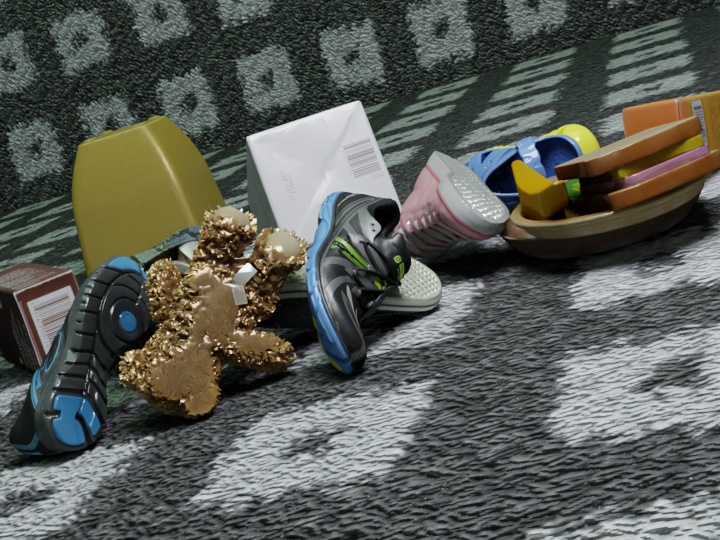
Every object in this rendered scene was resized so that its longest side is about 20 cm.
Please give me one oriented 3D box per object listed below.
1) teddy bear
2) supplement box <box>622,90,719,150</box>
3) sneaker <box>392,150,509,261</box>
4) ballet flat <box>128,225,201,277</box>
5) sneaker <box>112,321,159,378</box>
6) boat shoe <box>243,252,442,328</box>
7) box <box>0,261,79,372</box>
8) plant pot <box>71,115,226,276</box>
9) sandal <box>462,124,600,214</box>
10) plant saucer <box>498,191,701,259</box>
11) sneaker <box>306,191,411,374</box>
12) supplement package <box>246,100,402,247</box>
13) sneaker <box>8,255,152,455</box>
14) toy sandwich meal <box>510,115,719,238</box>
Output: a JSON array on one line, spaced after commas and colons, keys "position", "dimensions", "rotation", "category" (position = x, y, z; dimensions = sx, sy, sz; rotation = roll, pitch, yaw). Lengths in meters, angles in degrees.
[{"position": [-0.122, 0.036, 1.008], "dimensions": [0.143, 0.202, 0.067], "rotation": [12, -23, -7], "category": "teddy bear"}, {"position": [0.350, -0.151, 1.241], "dimensions": [0.066, 0.070, 0.199], "rotation": [-6, 5, 40], "category": "supplement box"}, {"position": [0.083, -0.044, 1.171], "dimensions": [0.105, 0.075, 0.200], "rotation": [-58, 15, 13], "category": "sneaker"}, {"position": [-0.244, 0.001, 1.507], "dimensions": [0.074, 0.075, 0.200], "rotation": [-7, 18, 41], "category": "ballet flat"}, {"position": [-0.205, 0.071, 1.121], "dimensions": [0.082, 0.078, 0.199], "rotation": [-35, 12, -31], "category": "sneaker"}, {"position": [-0.025, 0.022, 1.071], "dimensions": [0.198, 0.063, 0.075], "rotation": [0, 40, 8], "category": "boat shoe"}, {"position": [-0.370, 0.051, 1.343], "dimensions": [0.074, 0.101, 0.199], "rotation": [-23, 13, -25], "category": "box"}, {"position": [-0.331, -0.123, 1.811], "dimensions": [0.194, 0.202, 0.194], "rotation": [-14, 13, 10], "category": "plant pot"}, {"position": [0.152, -0.097, 1.248], "dimensions": [0.087, 0.080, 0.199], "rotation": [-19, -6, -45], "category": "sandal"}, {"position": [0.229, -0.051, 1.120], "dimensions": [0.198, 0.032, 0.200], "rotation": [-16, 12, 4], "category": "plant saucer"}, {"position": [0.000, 0.000, 0.994], "dimensions": [0.082, 0.071, 0.201], "rotation": [-3, 41, 10], "category": "sneaker"}, {"position": [-0.042, -0.066, 1.198], "dimensions": [0.119, 0.122, 0.200], "rotation": [-19, -11, -10], "category": "supplement package"}, {"position": [-0.244, 0.070, 1.023], "dimensions": [0.081, 0.073, 0.201], "rotation": [-21, 35, 37], "category": "sneaker"}, {"position": [0.219, -0.088, 1.054], "dimensions": [0.203, 0.071, 0.205], "rotation": [-17, 13, 4], "category": "toy sandwich meal"}]
